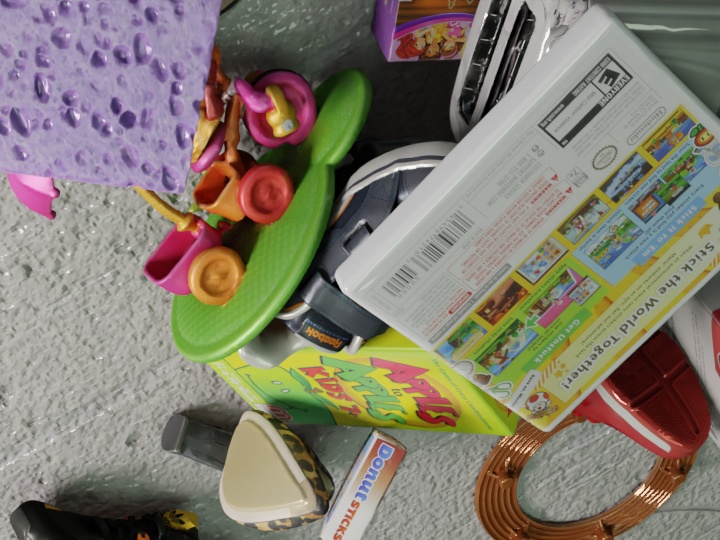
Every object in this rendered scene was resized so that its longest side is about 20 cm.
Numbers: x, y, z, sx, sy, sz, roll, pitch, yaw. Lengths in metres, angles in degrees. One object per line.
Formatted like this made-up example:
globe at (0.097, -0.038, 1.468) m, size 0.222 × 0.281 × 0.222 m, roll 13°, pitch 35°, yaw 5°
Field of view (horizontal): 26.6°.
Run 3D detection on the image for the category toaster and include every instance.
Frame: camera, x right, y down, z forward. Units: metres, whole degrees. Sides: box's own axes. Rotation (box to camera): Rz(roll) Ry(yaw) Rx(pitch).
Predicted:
toaster at (0.134, -0.113, 0.880) m, size 0.128 × 0.114 × 0.201 m, roll 2°, pitch 132°, yaw -19°

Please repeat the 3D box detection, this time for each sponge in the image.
sponge at (-0.175, -0.105, 0.760) m, size 0.199 × 0.030 × 0.112 m, roll 6°, pitch 108°, yaw -19°

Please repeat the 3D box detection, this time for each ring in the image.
ring at (0.189, 0.168, 1.250) m, size 0.199 × 0.019 × 0.201 m, roll -12°, pitch 131°, yaw -14°

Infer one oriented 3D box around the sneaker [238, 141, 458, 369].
sneaker at (0.000, 0.000, 0.884) m, size 0.078 × 0.080 × 0.200 m, roll 29°, pitch 140°, yaw -29°

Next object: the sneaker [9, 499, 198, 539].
sneaker at (-0.166, 0.199, 1.112) m, size 0.090 × 0.070 × 0.200 m, roll -47°, pitch 131°, yaw 0°

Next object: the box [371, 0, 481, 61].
box at (0.113, -0.195, 0.902) m, size 0.199 × 0.039 × 0.138 m, roll -5°, pitch 131°, yaw -18°

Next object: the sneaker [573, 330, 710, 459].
sneaker at (0.146, 0.074, 1.057) m, size 0.078 × 0.200 × 0.116 m, roll -23°, pitch 151°, yaw -37°

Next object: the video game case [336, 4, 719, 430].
video game case at (0.115, -0.020, 0.839) m, size 0.200 × 0.023 × 0.182 m, roll -46°, pitch 126°, yaw 13°

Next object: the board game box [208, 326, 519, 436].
board game box at (-0.002, 0.057, 0.981) m, size 0.199 × 0.048 × 0.102 m, roll 0°, pitch 145°, yaw 36°

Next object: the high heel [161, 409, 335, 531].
high heel at (-0.035, 0.146, 1.039) m, size 0.142 × 0.200 × 0.072 m, roll 24°, pitch 85°, yaw -32°

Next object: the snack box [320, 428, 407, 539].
snack box at (0.002, 0.140, 1.000) m, size 0.024 × 0.200 × 0.072 m, roll 29°, pitch 86°, yaw 2°

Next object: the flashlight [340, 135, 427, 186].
flashlight at (0.087, -0.064, 0.963) m, size 0.199 × 0.068 × 0.068 m, roll -4°, pitch 86°, yaw -31°

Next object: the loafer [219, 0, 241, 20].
loafer at (-0.064, -0.189, 0.806) m, size 0.199 × 0.072 × 0.063 m, roll -31°, pitch 169°, yaw -3°

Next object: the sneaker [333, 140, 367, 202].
sneaker at (0.031, -0.001, 1.002) m, size 0.071 × 0.083 × 0.200 m, roll -31°, pitch 133°, yaw 5°

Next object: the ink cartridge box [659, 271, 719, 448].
ink cartridge box at (0.250, 0.029, 1.036) m, size 0.082 × 0.200 × 0.147 m, roll -23°, pitch 134°, yaw -6°

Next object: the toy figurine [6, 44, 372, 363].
toy figurine at (-0.116, -0.076, 0.867) m, size 0.184 × 0.150 × 0.201 m, roll 33°, pitch 89°, yaw -28°
